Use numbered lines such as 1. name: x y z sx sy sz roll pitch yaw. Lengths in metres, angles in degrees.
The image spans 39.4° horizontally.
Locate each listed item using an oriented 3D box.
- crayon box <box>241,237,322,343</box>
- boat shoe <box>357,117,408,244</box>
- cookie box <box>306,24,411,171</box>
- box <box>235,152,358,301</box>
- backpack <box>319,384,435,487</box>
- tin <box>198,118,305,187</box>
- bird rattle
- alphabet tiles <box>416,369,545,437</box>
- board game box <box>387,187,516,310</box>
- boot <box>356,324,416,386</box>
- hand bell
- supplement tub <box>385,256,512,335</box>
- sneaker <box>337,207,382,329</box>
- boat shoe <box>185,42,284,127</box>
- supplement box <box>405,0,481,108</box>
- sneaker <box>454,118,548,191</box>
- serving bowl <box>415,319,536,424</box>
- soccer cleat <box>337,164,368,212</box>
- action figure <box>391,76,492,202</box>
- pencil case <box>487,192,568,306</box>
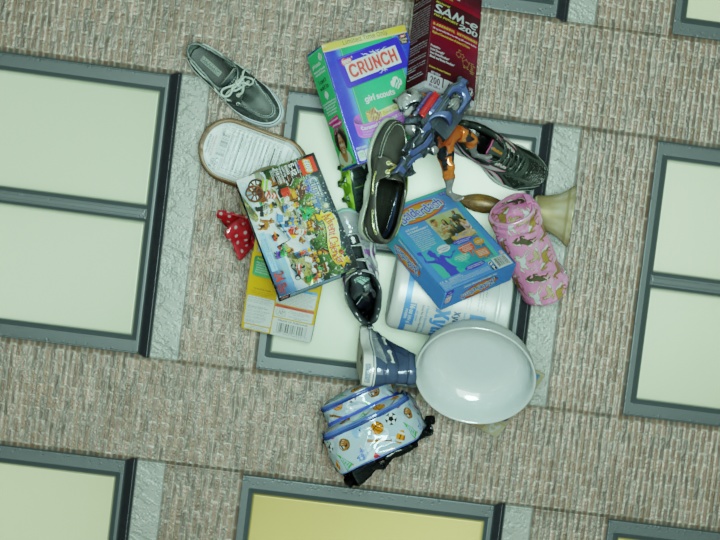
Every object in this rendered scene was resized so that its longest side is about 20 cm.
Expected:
1. crayon box: -0.125 0.020 1.684 0.124 0.052 0.202 12 128 -2
2. boat shoe: 0.047 -0.143 1.611 0.071 0.060 0.205 7 94 -30
3. cookie box: 0.021 -0.289 1.675 0.169 0.075 0.203 -20 93 -26
4. box: -0.101 -0.070 1.590 0.135 0.038 0.202 -21 81 -9
5. backpack: 0.020 0.263 1.678 0.198 0.191 0.155 -30 92 0
6. tin: -0.184 -0.190 1.734 0.197 0.042 0.114 19 95 -2
7. bird rattle: -0.145 -0.109 1.690 0.197 0.113 0.165 4 129 3
8. alphabet tiles: 0.189 0.191 1.719 0.198 0.008 0.168 26 125 -7
9. board game box: 0.138 -0.041 1.664 0.150 0.045 0.201 -20 55 -27
10. boot: 0.042 0.146 1.673 0.089 0.200 0.074 5 107 -4
11. hand bell: 0.267 -0.107 1.736 0.197 0.104 0.106 9 92 9
12. supplement tub: 0.148 0.050 1.704 0.197 0.132 0.134 11 92 -1
13. sneaker: 0.000 0.000 1.678 0.077 0.140 0.203 -17 103 0
14. boat shoe: -0.214 -0.319 1.712 0.199 0.068 0.074 44 90 -3
15. supplement box: 0.140 -0.374 1.679 0.108 0.061 0.203 15 72 -32
16. sneaker: 0.231 -0.197 1.721 0.198 0.086 0.081 23 93 -4
17. serving bowl: 0.189 0.156 1.651 0.197 0.066 0.203 5 124 7
18. soccer cleat: 0.000 -0.200 1.727 0.080 0.067 0.204 -4 92 -14
19. action figure: 0.110 -0.203 1.607 0.200 0.104 0.194 -47 116 -19
20. pencil case: 0.283 -0.034 1.689 0.087 0.082 0.201 -45 127 -21
